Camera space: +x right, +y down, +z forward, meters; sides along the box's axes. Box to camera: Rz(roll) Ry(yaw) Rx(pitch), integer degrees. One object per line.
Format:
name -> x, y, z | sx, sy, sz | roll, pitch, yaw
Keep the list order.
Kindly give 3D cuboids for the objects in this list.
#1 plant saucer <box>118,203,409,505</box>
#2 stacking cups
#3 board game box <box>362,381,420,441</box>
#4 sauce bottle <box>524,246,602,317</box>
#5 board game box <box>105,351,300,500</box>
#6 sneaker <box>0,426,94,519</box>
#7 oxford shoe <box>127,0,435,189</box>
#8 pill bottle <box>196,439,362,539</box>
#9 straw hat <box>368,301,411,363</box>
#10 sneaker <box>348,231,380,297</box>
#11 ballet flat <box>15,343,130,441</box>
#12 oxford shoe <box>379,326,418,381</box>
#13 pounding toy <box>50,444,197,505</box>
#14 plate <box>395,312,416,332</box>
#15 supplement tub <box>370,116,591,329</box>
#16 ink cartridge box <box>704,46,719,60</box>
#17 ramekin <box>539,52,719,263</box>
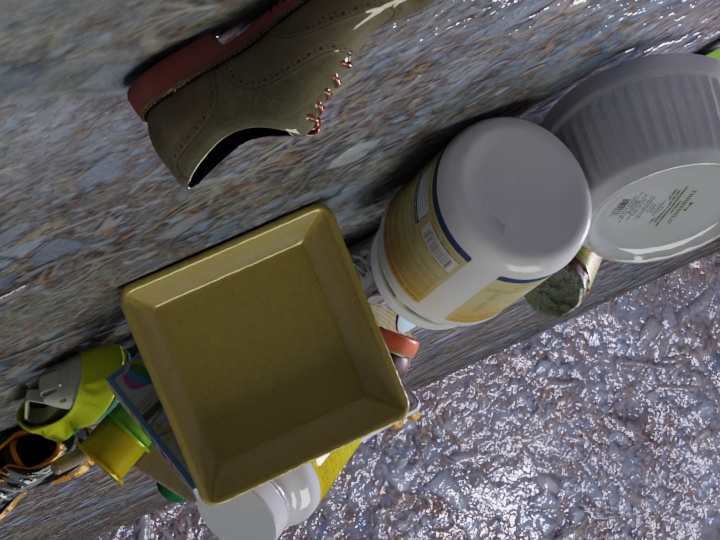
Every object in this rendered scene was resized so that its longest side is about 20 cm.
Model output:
plant saucer -> -0.084, 0.070, 1.562 | 0.198, 0.202, 0.048 | -23, -175, -12
stacking cups -> -0.188, 0.108, 1.742 | 0.201, 0.060, 0.061 | -51, 175, -10
board game box -> -0.063, 0.143, 1.995 | 0.199, 0.200, 0.026 | -28, 134, -14
sauce bottle -> 0.204, -0.029, 1.738 | 0.064, 0.065, 0.200 | -31, -164, 31
board game box -> -0.109, 0.090, 1.627 | 0.199, 0.135, 0.034 | -37, 160, -13
sneaker -> -0.381, 0.211, 1.943 | 0.199, 0.079, 0.077 | -29, 158, 0
oxford shoe -> -0.029, -0.113, 1.013 | 0.199, 0.075, 0.070 | -28, 170, 11
pill bottle -> -0.070, 0.165, 1.699 | 0.112, 0.113, 0.200 | -33, -167, 42
straw hat -> -0.044, 0.072, 1.982 | 0.199, 0.201, 0.086 | -24, 133, -11
sneaker -> 0.000, 0.000, 1.802 | 0.199, 0.075, 0.081 | -26, 165, -45
ballet flat -> -0.278, 0.118, 1.717 | 0.066, 0.068, 0.200 | 11, 156, -23
oxford shoe -> 0.006, 0.092, 1.848 | 0.070, 0.073, 0.200 | 19, 177, -6
pounding toy -> -0.184, 0.153, 1.842 | 0.201, 0.141, 0.184 | -59, 171, -2
plate -> 0.088, -0.026, 1.816 | 0.201, 0.025, 0.201 | -50, 165, -19
supplement tub -> 0.100, -0.035, 1.605 | 0.143, 0.146, 0.200 | -21, 170, -28
ink cartridge box -> 0.330, -0.154, 1.786 | 0.199, 0.076, 0.147 | -29, 171, 30
ramekin -> 0.264, -0.092, 1.635 | 0.198, 0.106, 0.201 | -10, 150, -6
